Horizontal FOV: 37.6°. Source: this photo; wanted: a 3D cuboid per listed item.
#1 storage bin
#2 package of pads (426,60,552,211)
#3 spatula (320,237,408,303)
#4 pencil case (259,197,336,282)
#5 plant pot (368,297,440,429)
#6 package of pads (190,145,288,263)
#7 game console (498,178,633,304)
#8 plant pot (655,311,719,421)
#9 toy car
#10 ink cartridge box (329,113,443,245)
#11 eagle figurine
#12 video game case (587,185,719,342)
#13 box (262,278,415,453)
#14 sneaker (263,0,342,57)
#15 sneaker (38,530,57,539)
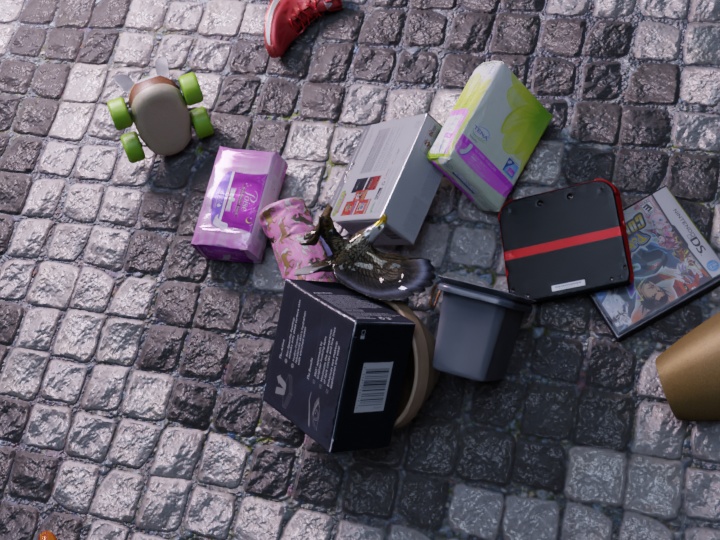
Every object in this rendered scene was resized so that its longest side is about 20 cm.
[{"bbox_3d":[0.168,0.089,1.581,0.144,0.200,0.136,14,89,19],"label":"storage bin"},{"bbox_3d":[0.210,-0.221,1.724,0.068,0.154,0.201,9,64,55],"label":"package of pads"},{"bbox_3d":[0.000,0.000,1.759,0.199,0.021,0.057,34,85,24],"label":"spatula"},{"bbox_3d":[-0.101,-0.022,1.748,0.086,0.083,0.202,-13,70,-22],"label":"pencil case"},{"bbox_3d":[0.059,0.140,1.619,0.200,0.092,0.203,-1,89,55],"label":"plant pot"},{"bbox_3d":[-0.208,-0.115,1.834,0.119,0.076,0.202,6,69,18],"label":"package of pads"},{"bbox_3d":[0.320,-0.044,1.667,0.198,0.031,0.179,-13,74,22],"label":"game console"},{"bbox_3d":[0.526,0.134,1.488,0.198,0.186,0.188,-21,63,19],"label":"plant pot"},{"bbox_3d":[-0.382,-0.323,1.940,0.163,0.159,0.201,-21,51,-8],"label":"toy car"},{"bbox_3d":[0.047,-0.148,1.759,0.175,0.084,0.201,1,62,54],"label":"ink cartridge box"},{"bbox_3d":[0.012,-0.018,1.622,0.199,0.151,0.152,39,52,-4],"label":"eagle figurine"},{"bbox_3d":[0.440,-0.013,1.646,0.199,0.026,0.182,-29,63,1],"label":"video game case"},{"bbox_3d":[-0.036,0.137,1.573,0.199,0.117,0.199,28,110,50],"label":"box"},{"bbox_3d":[-0.102,-0.483,1.966,0.114,0.078,0.202,9,71,19],"label":"sneaker"},{"bbox_3d":[-0.446,0.491,1.649,0.077,0.073,0.201,-25,65,-22],"label":"sneaker"}]
